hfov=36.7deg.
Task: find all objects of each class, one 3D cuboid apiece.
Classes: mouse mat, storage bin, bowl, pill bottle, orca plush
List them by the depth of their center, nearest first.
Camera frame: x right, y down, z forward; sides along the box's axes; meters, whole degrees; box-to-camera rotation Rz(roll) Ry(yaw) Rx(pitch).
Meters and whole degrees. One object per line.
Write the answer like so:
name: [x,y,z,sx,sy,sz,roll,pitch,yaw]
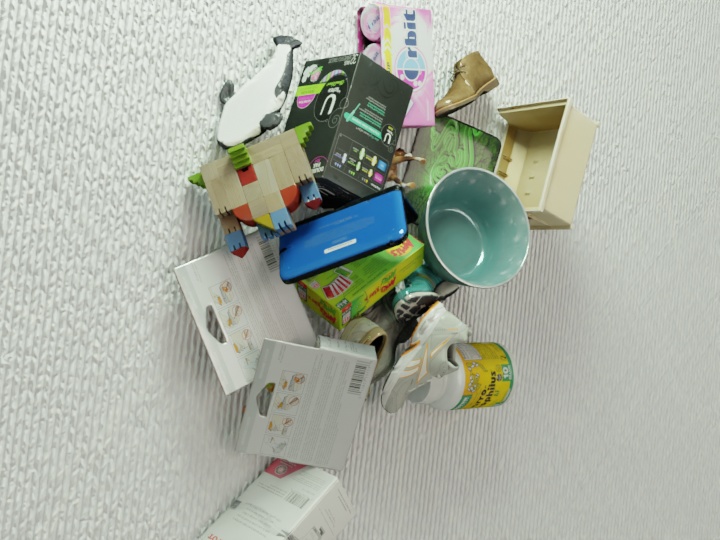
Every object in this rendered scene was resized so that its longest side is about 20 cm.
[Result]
orca plush: [-0.154,-0.259,1.639,0.103,0.071,0.204,13,73,7]
bowl: [0.173,-0.058,1.799,0.197,0.105,0.205,6,74,-22]
pill bottle: [0.168,0.182,1.868,0.197,0.112,0.115,2,91,-39]
mouse mat: [0.153,-0.162,1.872,0.158,0.008,0.204,20,79,-16]
storage bin: [0.298,-0.181,1.899,0.093,0.197,0.204,23,78,-34]

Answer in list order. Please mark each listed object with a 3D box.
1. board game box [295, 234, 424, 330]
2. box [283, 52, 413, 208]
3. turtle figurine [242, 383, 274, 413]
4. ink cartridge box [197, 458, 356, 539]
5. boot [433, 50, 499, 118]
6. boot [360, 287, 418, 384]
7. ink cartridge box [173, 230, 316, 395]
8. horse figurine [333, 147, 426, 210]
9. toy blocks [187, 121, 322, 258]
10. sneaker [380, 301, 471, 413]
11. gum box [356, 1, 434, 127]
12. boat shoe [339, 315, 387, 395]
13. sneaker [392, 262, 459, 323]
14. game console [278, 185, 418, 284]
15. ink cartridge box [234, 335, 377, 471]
board game box: [0.000,0.000,1.728,0.199,0.101,0.048,-37,148,-31]
box: [-0.030,-0.211,1.668,0.123,0.147,0.204,24,78,-37]
turtle figurine: [-0.091,0.178,1.692,0.159,0.064,0.204,19,80,-37]
ink cartridge box: [-0.127,0.386,1.621,0.200,0.145,0.084,-44,125,-27]
boot: [0.170,-0.319,1.863,0.200,0.073,0.076,-42,109,-50]
boot: [0.014,0.088,1.766,0.132,0.067,0.201,59,42,-20]
ink cartridge box: [-0.171,0.060,1.601,0.172,0.043,0.203,-25,94,-30]
horse figurine: [0.021,-0.136,1.744,0.199,0.132,0.050,-41,122,-14]
toy blocks: [-0.136,-0.107,1.554,0.197,0.100,0.139,-22,80,3]
sneaker: [0.106,0.156,1.745,0.202,0.091,0.076,-61,170,17]
gum box: [0.058,-0.337,1.783,0.112,0.066,0.205,-6,96,-39]
boat shoe: [-0.018,0.172,1.666,0.073,0.066,0.203,19,92,-46]
sneaker: [0.094,0.031,1.799,0.080,0.077,0.199,53,23,7]
game console: [-0.011,-0.034,1.606,0.172,0.197,0.119,-96,162,-49]
ink cartridge box: [-0.083,0.191,1.602,0.170,0.044,0.203,12,113,-12]
